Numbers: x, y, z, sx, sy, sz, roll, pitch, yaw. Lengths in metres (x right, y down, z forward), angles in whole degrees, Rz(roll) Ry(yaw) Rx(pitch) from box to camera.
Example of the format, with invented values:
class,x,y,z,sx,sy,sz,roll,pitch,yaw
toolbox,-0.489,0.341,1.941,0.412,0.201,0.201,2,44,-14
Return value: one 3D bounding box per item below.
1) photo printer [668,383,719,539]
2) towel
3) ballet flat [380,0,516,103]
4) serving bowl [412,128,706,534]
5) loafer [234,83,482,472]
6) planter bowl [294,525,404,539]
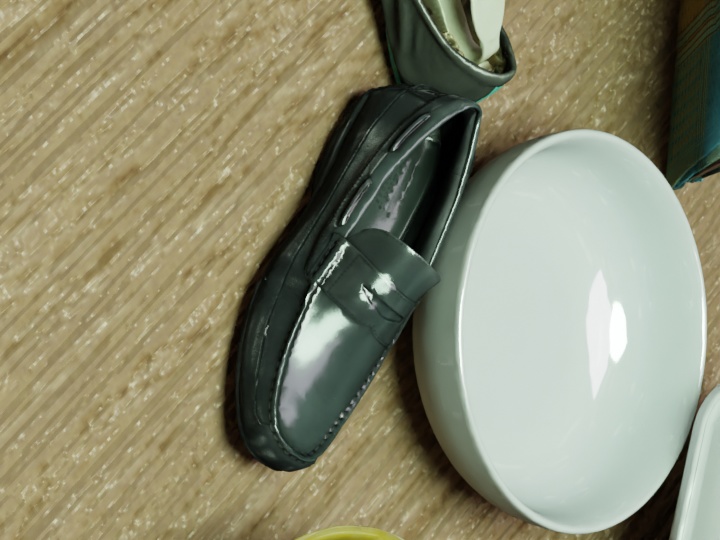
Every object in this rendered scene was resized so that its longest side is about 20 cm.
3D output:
class,x,y,z,sx,sy,sz,roll,pitch,yaw
photo printer,0.196,0.155,1.360,0.166,0.069,0.200,63,39,-73
towel,0.193,-0.149,1.364,0.022,0.147,0.201,5,84,-6
ballet flat,0.032,-0.173,1.229,0.068,0.068,0.200,-38,116,-39
serving bowl,0.091,0.029,1.295,0.200,0.066,0.201,-1,92,-47
loafer,0.000,0.000,1.195,0.068,0.070,0.201,41,62,-38
planter bowl,-0.038,0.211,1.147,0.200,0.083,0.201,-1,92,-47
